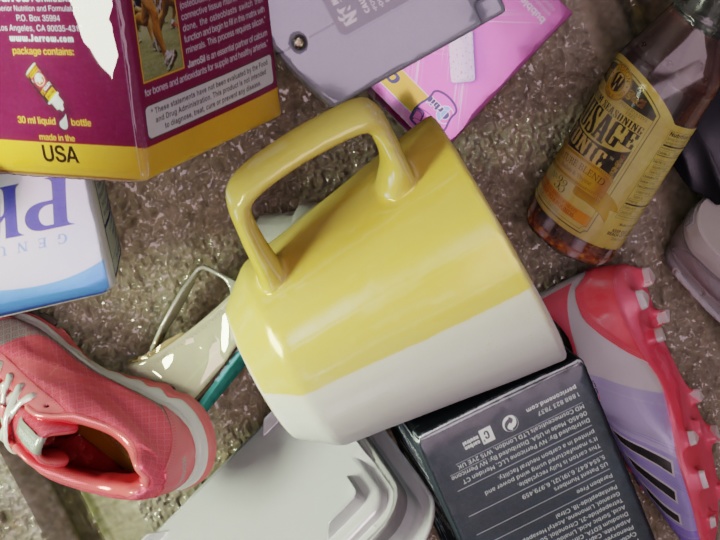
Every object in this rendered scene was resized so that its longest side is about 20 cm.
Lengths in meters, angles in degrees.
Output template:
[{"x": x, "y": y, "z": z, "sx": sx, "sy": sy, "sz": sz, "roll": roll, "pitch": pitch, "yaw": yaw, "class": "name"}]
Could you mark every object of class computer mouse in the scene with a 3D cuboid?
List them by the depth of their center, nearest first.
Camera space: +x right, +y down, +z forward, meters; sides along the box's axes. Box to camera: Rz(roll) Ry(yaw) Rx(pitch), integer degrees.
[{"x": 0.246, "y": -0.038, "z": 0.945, "sx": 0.058, "sy": 0.034, "sz": 0.201, "roll": -26, "pitch": 72, "yaw": -26, "class": "computer mouse"}]

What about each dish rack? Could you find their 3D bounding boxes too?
[{"x": -0.061, "y": 0.161, "z": 0.920, "sx": 0.200, "sy": 0.172, "sz": 0.044, "roll": -45, "pitch": 122, "yaw": 2, "class": "dish rack"}]

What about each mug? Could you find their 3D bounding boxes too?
[{"x": 0.002, "y": 0.003, "z": 0.858, "sx": 0.152, "sy": 0.149, "sz": 0.187, "roll": -29, "pitch": 101, "yaw": 3, "class": "mug"}]

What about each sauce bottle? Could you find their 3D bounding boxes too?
[{"x": 0.169, "y": -0.099, "z": 0.930, "sx": 0.066, "sy": 0.066, "sz": 0.201, "roll": 23, "pitch": 113, "yaw": -11, "class": "sauce bottle"}]

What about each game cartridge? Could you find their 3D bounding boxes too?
[{"x": -0.022, "y": -0.199, "z": 0.856, "sx": 0.132, "sy": 0.042, "sz": 0.201, "roll": -28, "pitch": 101, "yaw": 1, "class": "game cartridge"}]

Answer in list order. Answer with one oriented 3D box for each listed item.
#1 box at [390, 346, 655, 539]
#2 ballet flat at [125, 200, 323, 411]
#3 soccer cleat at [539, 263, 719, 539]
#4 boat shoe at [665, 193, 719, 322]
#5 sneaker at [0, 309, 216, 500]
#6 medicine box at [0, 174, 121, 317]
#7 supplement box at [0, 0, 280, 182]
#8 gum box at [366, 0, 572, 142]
[{"x": 0.101, "y": 0.144, "z": 0.949, "sx": 0.106, "sy": 0.148, "sz": 0.201, "roll": -25, "pitch": 103, "yaw": -5, "class": "box"}, {"x": -0.064, "y": 0.008, "z": 0.950, "sx": 0.069, "sy": 0.069, "sz": 0.200, "roll": 44, "pitch": 94, "yaw": -13, "class": "ballet flat"}, {"x": 0.176, "y": 0.089, "z": 1.002, "sx": 0.076, "sy": 0.067, "sz": 0.201, "roll": -13, "pitch": 111, "yaw": 27, "class": "soccer cleat"}, {"x": 0.272, "y": 0.038, "z": 0.974, "sx": 0.199, "sy": 0.069, "sz": 0.072, "roll": 36, "pitch": 61, "yaw": 3, "class": "boat shoe"}, {"x": -0.183, "y": 0.076, "z": 0.909, "sx": 0.199, "sy": 0.087, "sz": 0.074, "roll": 20, "pitch": 105, "yaw": 12, "class": "sneaker"}, {"x": -0.244, "y": -0.074, "z": 0.885, "sx": 0.181, "sy": 0.103, "sz": 0.202, "roll": -12, "pitch": 102, "yaw": -5, "class": "medicine box"}, {"x": -0.122, "y": -0.158, "z": 0.785, "sx": 0.102, "sy": 0.131, "sz": 0.202, "roll": 5, "pitch": 111, "yaw": 29, "class": "supplement box"}, {"x": 0.011, "y": -0.179, "z": 0.916, "sx": 0.200, "sy": 0.066, "sz": 0.114, "roll": 44, "pitch": 91, "yaw": -13, "class": "gum box"}]
